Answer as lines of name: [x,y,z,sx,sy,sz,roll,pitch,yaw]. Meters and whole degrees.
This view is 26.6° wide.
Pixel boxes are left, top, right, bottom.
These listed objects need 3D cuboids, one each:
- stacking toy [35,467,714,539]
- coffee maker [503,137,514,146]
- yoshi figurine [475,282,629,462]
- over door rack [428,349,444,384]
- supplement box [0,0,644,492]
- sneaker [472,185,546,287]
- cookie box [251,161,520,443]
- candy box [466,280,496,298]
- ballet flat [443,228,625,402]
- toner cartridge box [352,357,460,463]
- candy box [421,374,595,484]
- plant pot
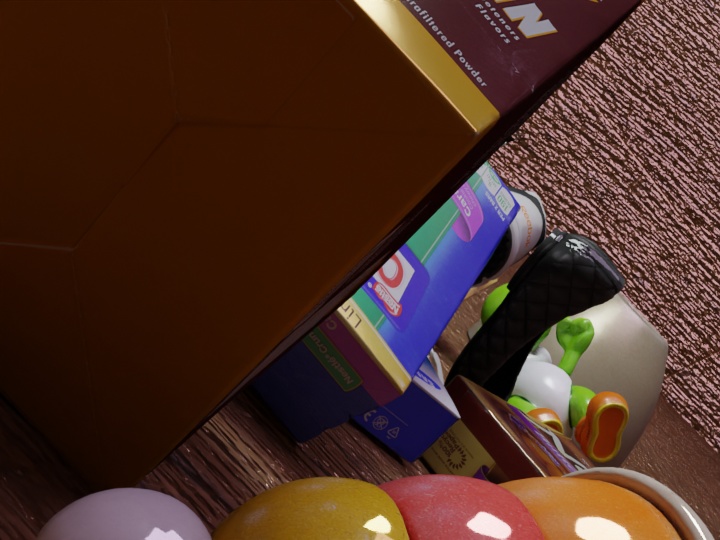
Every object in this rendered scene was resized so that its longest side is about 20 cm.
stacking toy: [-0.001,0.104,0.446,0.200,0.146,0.146,24,18,-28]
coffee maker: [0.005,-0.160,1.407,0.200,0.192,0.135,27,42,-55]
yoshi figurine: [0.140,0.075,1.248,0.112,0.112,0.200,37,9,-27]
over door rack: [0.000,0.000,1.099,0.200,0.067,0.148,62,15,17]
supplement box: [-0.030,-0.061,0.539,0.133,0.197,0.200,46,32,2]
sneaker: [0.027,-0.019,0.958,0.080,0.200,0.074,-17,105,-52]
cookie box: [-0.019,-0.038,0.784,0.171,0.075,0.200,51,36,-11]
candy box: [0.057,-0.074,1.278,0.117,0.056,0.200,-24,103,-66]
ballet flat: [0.101,0.053,0.976,0.057,0.200,0.066,41,47,13]
toner cartridge box: [-0.034,0.022,0.867,0.200,0.043,0.095,40,12,-30]
candy box: [0.119,0.146,0.984,0.117,0.056,0.200,50,8,31]
plant pot: [0.223,0.086,1.500,0.200,0.134,0.200,45,8,-8]
